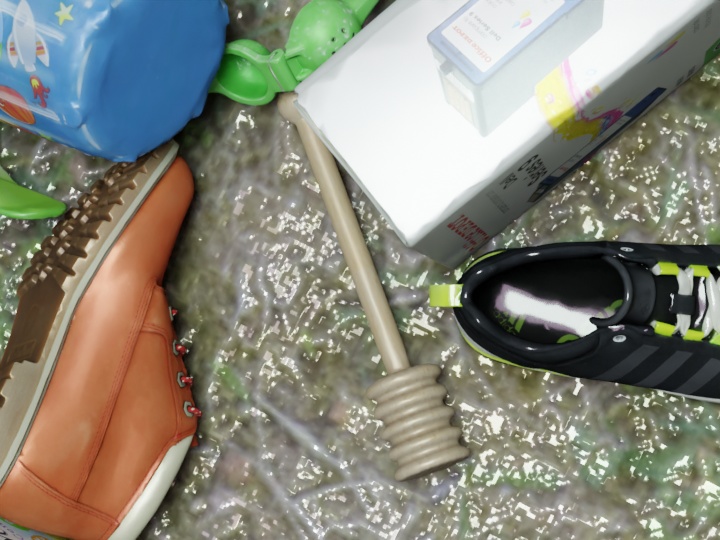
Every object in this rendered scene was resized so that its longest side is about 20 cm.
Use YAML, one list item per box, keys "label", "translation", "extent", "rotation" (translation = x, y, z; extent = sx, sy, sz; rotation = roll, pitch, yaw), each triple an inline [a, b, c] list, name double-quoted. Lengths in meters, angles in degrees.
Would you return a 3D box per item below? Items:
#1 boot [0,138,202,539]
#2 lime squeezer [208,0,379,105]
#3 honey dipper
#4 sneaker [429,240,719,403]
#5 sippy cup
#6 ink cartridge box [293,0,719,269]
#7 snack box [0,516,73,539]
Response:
- label: "boot"
  translation: [-0.114, 0.035, 0.795]
  extent: [0.107, 0.075, 0.200]
  rotation: [31, 71, -23]
- label: "lime squeezer"
  translation: [-0.043, -0.113, 0.793]
  extent: [0.200, 0.038, 0.071]
  rotation: [-26, 55, 9]
- label: "honey dipper"
  translation: [0.000, 0.000, 0.786]
  extent: [0.038, 0.038, 0.201]
  rotation: [-22, 79, 9]
- label: "sneaker"
  translation: [0.131, 0.023, 0.732]
  extent: [0.199, 0.083, 0.072]
  rotation: [-1, 85, 12]
- label: "sippy cup"
  translation: [-0.136, -0.117, 0.759]
  extent: [0.130, 0.178, 0.140]
  rotation: [30, 60, 29]
- label: "ink cartridge box"
  translation: [0.081, -0.096, 0.722]
  extent: [0.200, 0.145, 0.088]
  rotation: [-38, 80, 5]
- label: "snack box"
  translation: [-0.157, 0.150, 0.751]
  extent: [0.200, 0.142, 0.053]
  rotation: [31, 92, 13]
